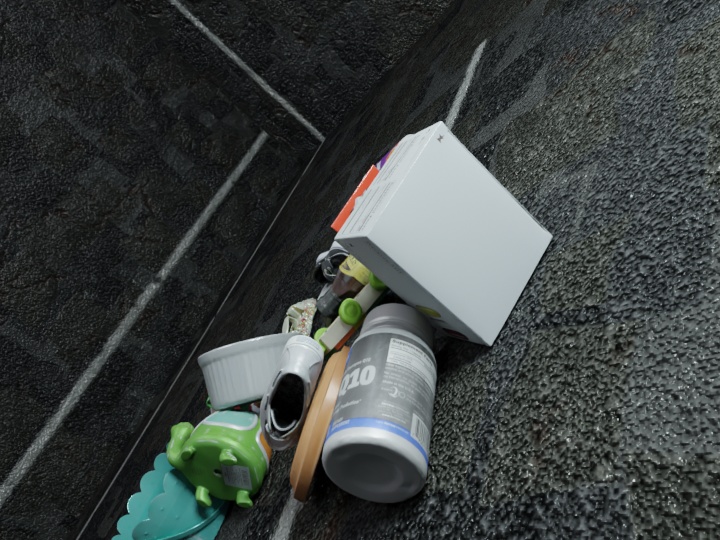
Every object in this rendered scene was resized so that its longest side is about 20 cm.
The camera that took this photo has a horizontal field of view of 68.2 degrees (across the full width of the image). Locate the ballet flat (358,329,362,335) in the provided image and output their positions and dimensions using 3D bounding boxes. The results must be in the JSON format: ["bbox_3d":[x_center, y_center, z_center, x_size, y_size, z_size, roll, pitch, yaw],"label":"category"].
[{"bbox_3d":[0.015,0.142,0.760,0.067,0.046,0.202,-44,19,27],"label":"ballet flat"}]

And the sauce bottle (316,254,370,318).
[{"bbox_3d":[0.000,0.000,0.898,0.200,0.066,0.066,-47,18,17],"label":"sauce bottle"}]

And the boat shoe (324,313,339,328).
[{"bbox_3d":[-0.008,0.040,0.987,0.204,0.065,0.072,-65,-3,27],"label":"boat shoe"}]

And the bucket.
[{"bbox_3d":[-0.334,0.429,0.967,0.207,0.134,0.209,-46,19,21],"label":"bucket"}]

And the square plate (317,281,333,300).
[{"bbox_3d":[-0.022,0.010,1.147,0.202,0.028,0.198,-55,17,-3],"label":"square plate"}]

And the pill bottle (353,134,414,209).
[{"bbox_3d":[0.070,-0.187,1.146,0.199,0.111,0.113,-37,22,41],"label":"pill bottle"}]

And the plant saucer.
[{"bbox_3d":[-0.053,0.198,0.708,0.200,0.031,0.206,20,-91,-88],"label":"plant saucer"}]

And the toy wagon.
[{"bbox_3d":[-0.026,0.076,0.774,0.200,0.039,0.155,-48,-1,-28],"label":"toy wagon"}]

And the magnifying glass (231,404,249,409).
[{"bbox_3d":[-0.237,0.276,1.028,0.022,0.078,0.205,-31,57,39],"label":"magnifying glass"}]

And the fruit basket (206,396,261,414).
[{"bbox_3d":[-0.254,0.281,1.117,0.184,0.094,0.201,-41,28,9],"label":"fruit basket"}]

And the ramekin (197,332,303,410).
[{"bbox_3d":[-0.191,0.187,0.974,0.199,0.196,0.101,-29,71,52],"label":"ramekin"}]

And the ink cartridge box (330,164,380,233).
[{"bbox_3d":[0.069,-0.038,0.708,0.110,0.199,0.050,-55,18,-12],"label":"ink cartridge box"}]

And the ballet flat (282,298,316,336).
[{"bbox_3d":[-0.138,0.114,1.188,0.076,0.063,0.202,-48,17,24],"label":"ballet flat"}]

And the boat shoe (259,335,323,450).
[{"bbox_3d":[-0.092,0.175,0.671,0.069,0.071,0.203,-68,4,-54],"label":"boat shoe"}]

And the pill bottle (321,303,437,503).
[{"bbox_3d":[0.030,0.141,0.609,0.113,0.113,0.202,-39,21,35],"label":"pill bottle"}]

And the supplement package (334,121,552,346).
[{"bbox_3d":[0.098,-0.037,0.632,0.158,0.199,0.110,-55,17,-13],"label":"supplement package"}]

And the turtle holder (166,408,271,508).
[{"bbox_3d":[-0.234,0.311,0.904,0.182,0.143,0.133,-24,20,25],"label":"turtle holder"}]

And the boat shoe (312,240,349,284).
[{"bbox_3d":[-0.056,-0.009,1.118,0.199,0.069,0.068,-18,45,63],"label":"boat shoe"}]

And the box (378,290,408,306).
[{"bbox_3d":[0.086,0.001,0.852,0.162,0.043,0.199,-55,17,-7],"label":"box"}]
